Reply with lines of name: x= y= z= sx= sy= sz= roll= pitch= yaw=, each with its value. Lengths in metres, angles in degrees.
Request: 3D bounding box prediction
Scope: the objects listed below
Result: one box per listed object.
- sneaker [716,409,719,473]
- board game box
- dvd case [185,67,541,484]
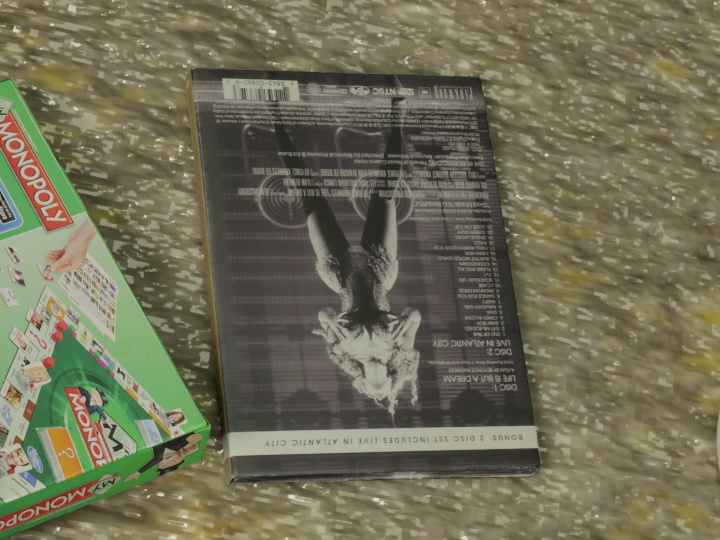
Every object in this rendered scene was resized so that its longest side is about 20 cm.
sneaker: x=0.238 y=0.116 z=0.944 sx=0.080 sy=0.147 sz=0.201 roll=-11 pitch=71 yaw=-21
board game box: x=-0.167 y=0.017 z=0.903 sx=0.134 sy=0.029 sz=0.201 roll=-19 pitch=60 yaw=-25
dvd case: x=0.000 y=0.000 z=0.995 sx=0.147 sy=0.016 sz=0.202 roll=0 pitch=66 yaw=-19
